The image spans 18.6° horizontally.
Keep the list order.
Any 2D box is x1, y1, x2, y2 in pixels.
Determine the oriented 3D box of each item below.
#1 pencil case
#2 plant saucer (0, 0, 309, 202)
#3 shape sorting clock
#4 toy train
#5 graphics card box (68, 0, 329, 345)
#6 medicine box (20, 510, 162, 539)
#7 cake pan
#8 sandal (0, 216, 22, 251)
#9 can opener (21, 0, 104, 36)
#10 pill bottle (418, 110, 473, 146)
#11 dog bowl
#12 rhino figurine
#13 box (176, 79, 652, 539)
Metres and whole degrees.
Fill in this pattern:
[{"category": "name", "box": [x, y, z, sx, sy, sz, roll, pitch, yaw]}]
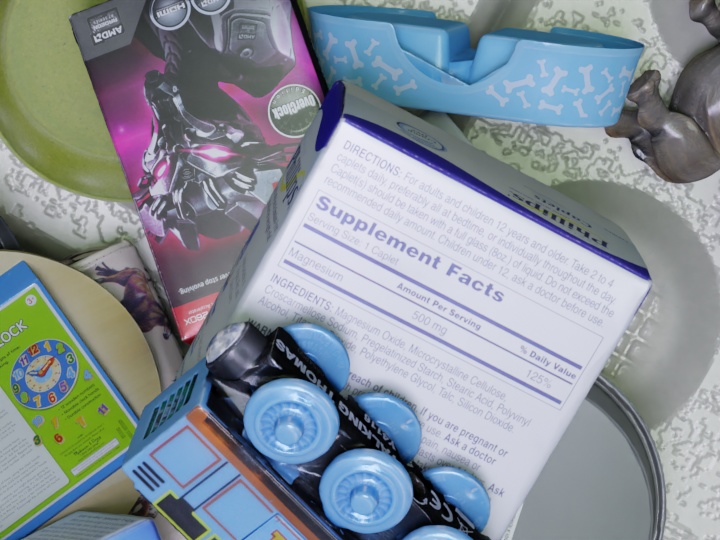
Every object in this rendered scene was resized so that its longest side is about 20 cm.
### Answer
[{"category": "pencil case", "box": [-0.142, 0.085, 1.345, 0.089, 0.078, 0.200, -20, 96, 21]}, {"category": "plant saucer", "box": [-0.130, -0.135, 1.309, 0.200, 0.031, 0.200, -9, 122, -15]}, {"category": "shape sorting clock", "box": [-0.213, 0.086, 1.270, 0.200, 0.039, 0.200, -5, 106, -19]}, {"category": "toy train", "box": [-0.020, 0.115, 1.097, 0.114, 0.087, 0.200, -38, 106, 21]}, {"category": "graphics card box", "box": [-0.072, -0.071, 1.244, 0.125, 0.051, 0.200, -19, 86, 5]}, {"category": "medicine box", "box": [-0.184, 0.255, 1.205, 0.200, 0.103, 0.182, -25, 99, -30]}, {"category": "cake pan", "box": [0.080, 0.141, 1.271, 0.200, 0.037, 0.200, 0, 98, -2]}, {"category": "sandal", "box": [-0.220, 0.047, 1.306, 0.048, 0.075, 0.201, -28, 113, -41]}, {"category": "can opener", "box": [-0.132, -0.212, 1.319, 0.200, 0.063, 0.079, -36, 109, 2]}, {"category": "pill bottle", "box": [0.000, 0.000, 1.318, 0.200, 0.116, 0.116, -41, 95, 3]}, {"category": "dog bowl", "box": [0.065, -0.121, 1.297, 0.200, 0.111, 0.050, 9, 102, 13]}, {"category": "rhino figurine", "box": [0.237, -0.133, 1.332, 0.200, 0.060, 0.087, -42, 112, 3]}, {"category": "box", "box": [0.022, 0.033, 1.168, 0.184, 0.105, 0.200, 27, 105, -8]}]
